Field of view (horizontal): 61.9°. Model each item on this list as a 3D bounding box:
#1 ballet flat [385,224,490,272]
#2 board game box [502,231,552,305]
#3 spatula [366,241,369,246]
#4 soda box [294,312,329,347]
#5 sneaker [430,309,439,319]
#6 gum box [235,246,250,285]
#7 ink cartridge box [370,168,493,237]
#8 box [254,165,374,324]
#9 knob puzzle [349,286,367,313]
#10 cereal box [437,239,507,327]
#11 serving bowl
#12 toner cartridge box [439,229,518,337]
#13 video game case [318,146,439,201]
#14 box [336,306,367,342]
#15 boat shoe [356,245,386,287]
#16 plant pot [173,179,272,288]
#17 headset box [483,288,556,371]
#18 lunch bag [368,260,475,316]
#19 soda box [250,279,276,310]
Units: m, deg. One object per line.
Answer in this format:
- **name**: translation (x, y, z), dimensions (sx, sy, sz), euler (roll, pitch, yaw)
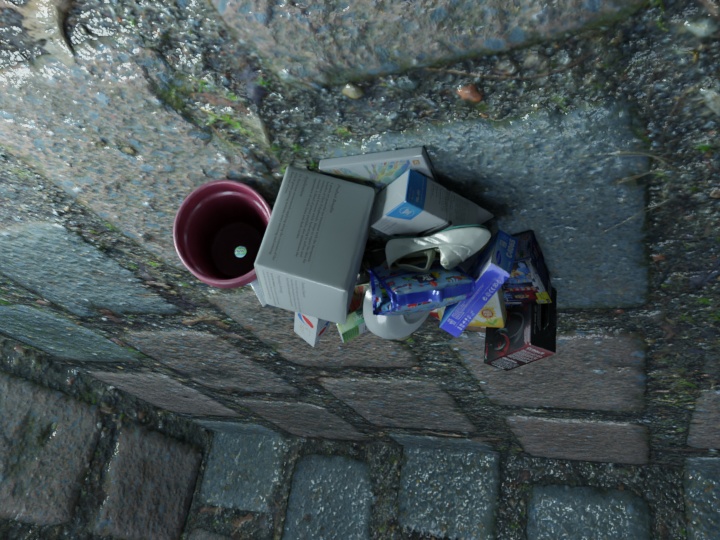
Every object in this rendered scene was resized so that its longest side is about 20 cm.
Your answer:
- **ballet flat**: translation (0.131, -0.030, 1.036), dimensions (0.195, 0.071, 0.069), euler (-6, 150, 30)
- **board game box**: translation (0.284, 0.005, 1.256), dimensions (0.195, 0.063, 0.200), euler (-4, 150, 29)
- **spatula**: translation (-0.076, -0.052, 1.306), dimensions (0.194, 0.057, 0.021), euler (-5, 121, 15)
- **soda box**: translation (-0.110, 0.105, 1.394), dimensions (0.067, 0.064, 0.201), euler (36, 155, 9)
- **sneaker**: translation (0.233, 0.093, 1.427), dimensions (0.197, 0.080, 0.115), euler (20, 176, 41)
- **gum box**: translation (-0.285, -0.029, 1.418), dimensions (0.165, 0.046, 0.201), euler (12, 153, -3)
- **ink cartridge box**: translation (0.131, -0.089, 1.072), dimensions (0.196, 0.070, 0.115), euler (22, 152, -24)
- **box**: translation (-0.079, -0.040, 1.102), dimensions (0.166, 0.204, 0.201), euler (14, 158, 3)
- **knob puzzle**: translation (-0.070, 0.044, 1.390), dimensions (0.214, 0.031, 0.225), euler (14, 128, 18)
- **cereal box**: translation (0.210, 0.028, 1.208), dimensions (0.140, 0.040, 0.203), euler (2, 130, 28)
- **serving bowl**: translation (0.098, 0.060, 1.271), dimensions (0.065, 0.202, 0.200), euler (31, 172, 42)
- **toner cartridge box**: translation (0.215, 0.028, 1.106), dimensions (0.042, 0.096, 0.202), euler (27, 136, -2)
- **video game case**: translation (0.047, -0.148, 1.088), dimensions (0.194, 0.023, 0.183), euler (-2, 151, 24)
- **box**: translation (0.036, 0.100, 1.404), dimensions (0.196, 0.037, 0.145), euler (-29, 167, -7)
- **boat shoe**: translation (-0.001, -0.001, 1.281), dimensions (0.196, 0.074, 0.066), euler (-19, 171, 15)
- **plant pot**: translation (-0.259, -0.058, 1.210), dimensions (0.194, 0.206, 0.179), euler (10, 169, -1)
- **headset box**: translation (0.368, 0.127, 1.364), dimensions (0.073, 0.153, 0.200), euler (18, 154, -17)
- **lunch bag**: translation (0.107, 0.039, 1.058), dimensions (0.146, 0.097, 0.200), euler (-8, -174, -10)
- **soda box**: translation (-0.130, -0.003, 1.256), dimensions (0.198, 0.064, 0.068), euler (-37, 165, 4)
